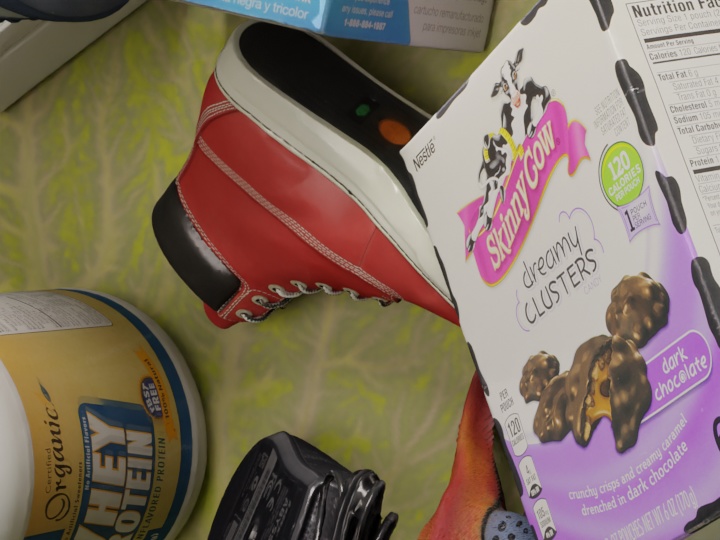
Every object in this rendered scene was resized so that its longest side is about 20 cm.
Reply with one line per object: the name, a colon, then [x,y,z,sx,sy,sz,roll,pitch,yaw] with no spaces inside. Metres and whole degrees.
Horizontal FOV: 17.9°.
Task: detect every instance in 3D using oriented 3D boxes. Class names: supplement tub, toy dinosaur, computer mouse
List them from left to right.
supplement tub: [-0.178,0.083,1.030,0.144,0.200,0.146,1,93,29]
computer mouse: [-0.023,0.132,0.980,0.053,0.200,0.139,23,96,-15]
toy dinosaur: [0.025,0.137,0.928,0.105,0.181,0.201,-31,76,27]

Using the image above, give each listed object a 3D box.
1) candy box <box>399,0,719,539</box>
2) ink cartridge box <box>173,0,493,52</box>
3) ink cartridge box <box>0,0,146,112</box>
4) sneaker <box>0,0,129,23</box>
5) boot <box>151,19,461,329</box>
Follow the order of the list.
candy box: [0.104,0.004,0.853,0.168,0.071,0.201,-46,58,58]
ink cartridge box: [-0.021,-0.207,0.962,0.145,0.147,0.201,16,100,29]
ink cartridge box: [-0.191,-0.193,1.095,0.146,0.084,0.201,-33,76,26]
sneaker: [-0.155,-0.125,0.940,0.200,0.070,0.082,26,139,39]
boot: [0.000,0.000,1.010,0.200,0.072,0.145,39,131,12]
